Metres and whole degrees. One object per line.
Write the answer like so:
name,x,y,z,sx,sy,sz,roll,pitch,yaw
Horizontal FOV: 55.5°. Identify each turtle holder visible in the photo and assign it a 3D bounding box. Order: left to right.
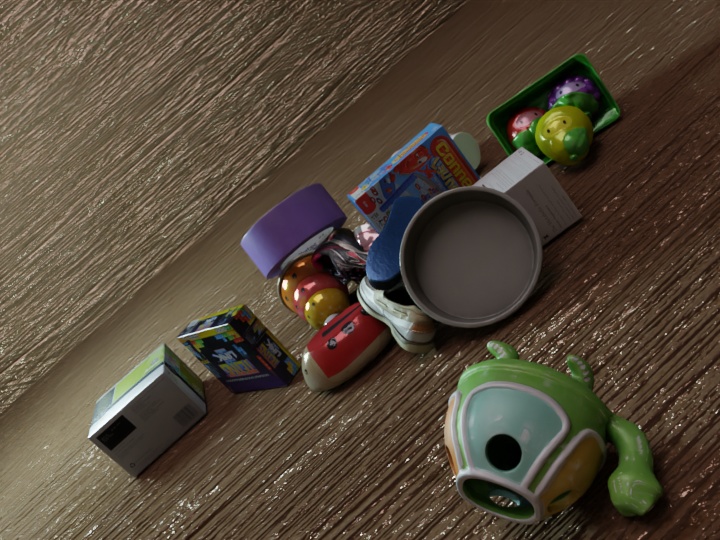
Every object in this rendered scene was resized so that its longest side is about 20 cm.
turtle holder,0.165,0.166,0.634,0.132,0.185,0.141,-56,-7,-38

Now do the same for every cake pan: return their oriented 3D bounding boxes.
cake pan,0.156,-0.018,0.969,0.200,0.200,0.037,-37,-17,10

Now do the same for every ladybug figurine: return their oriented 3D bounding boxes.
ladybug figurine,-0.021,0.116,1.137,0.200,0.072,0.136,-40,19,0

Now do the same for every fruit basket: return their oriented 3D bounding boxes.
fruit basket,0.341,-0.262,1.200,0.215,0.156,0.216,-34,3,2

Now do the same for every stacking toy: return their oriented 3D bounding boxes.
stacking toy,-0.065,0.063,1.290,0.146,0.146,0.200,-40,36,2

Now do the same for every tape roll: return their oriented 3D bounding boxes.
tape roll,-0.129,-0.076,1.340,0.200,0.085,0.200,-37,-5,-4

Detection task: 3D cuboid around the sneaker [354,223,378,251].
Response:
sneaker,0.090,-0.049,1.304,0.200,0.075,0.105,-12,67,11

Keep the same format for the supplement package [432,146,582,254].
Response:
supplement package,0.214,-0.076,1.057,0.200,0.114,0.110,-39,20,10

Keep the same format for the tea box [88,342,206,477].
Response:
tea box,-0.448,0.289,1.453,0.200,0.134,0.197,-41,21,-3

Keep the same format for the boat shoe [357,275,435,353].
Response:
boat shoe,0.059,0.048,1.064,0.075,0.068,0.200,-6,28,-28

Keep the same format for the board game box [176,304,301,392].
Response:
board game box,-0.234,0.154,1.302,0.200,0.165,0.057,-18,28,47

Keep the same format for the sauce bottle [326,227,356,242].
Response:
sauce bottle,-0.048,-0.037,1.448,0.066,0.066,0.200,-45,-1,-14

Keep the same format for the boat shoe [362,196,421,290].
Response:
boat shoe,0.065,-0.034,1.069,0.084,0.069,0.200,14,47,19

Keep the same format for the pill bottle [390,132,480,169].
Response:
pill bottle,0.160,-0.233,1.486,0.200,0.112,0.112,-11,35,54

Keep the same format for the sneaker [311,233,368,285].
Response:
sneaker,0.000,0.000,1.250,0.200,0.081,0.075,20,42,34

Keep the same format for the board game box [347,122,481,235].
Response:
board game box,0.115,-0.116,1.192,0.196,0.200,0.056,-41,21,0
